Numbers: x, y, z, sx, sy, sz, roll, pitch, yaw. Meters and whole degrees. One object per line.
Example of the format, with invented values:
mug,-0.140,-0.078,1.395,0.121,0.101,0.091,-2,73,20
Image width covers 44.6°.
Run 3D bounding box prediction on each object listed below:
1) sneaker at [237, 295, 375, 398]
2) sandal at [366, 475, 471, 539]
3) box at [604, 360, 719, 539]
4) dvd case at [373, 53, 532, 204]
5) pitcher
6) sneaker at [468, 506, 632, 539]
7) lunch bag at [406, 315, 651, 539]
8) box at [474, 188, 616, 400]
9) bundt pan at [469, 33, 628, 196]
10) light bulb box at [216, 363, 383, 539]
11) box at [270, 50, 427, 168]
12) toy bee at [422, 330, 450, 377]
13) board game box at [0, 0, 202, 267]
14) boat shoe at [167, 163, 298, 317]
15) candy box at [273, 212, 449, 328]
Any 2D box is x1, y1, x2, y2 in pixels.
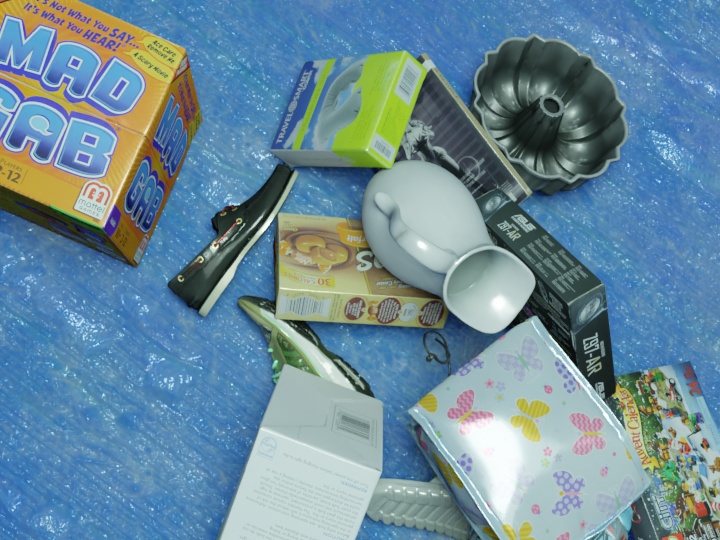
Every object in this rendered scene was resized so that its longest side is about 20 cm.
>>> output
sneaker,-0.079,0.111,1.004,0.200,0.077,0.089,43,96,8
sandal,0.101,0.260,0.998,0.198,0.084,0.050,14,36,-10
box,0.335,0.208,0.947,0.134,0.038,0.204,-6,67,-25
dvd case,0.089,-0.127,1.030,0.201,0.148,0.016,52,40,4
pitcher,0.064,-0.041,0.894,0.170,0.200,0.122,30,104,-42
sneaker,0.185,0.288,0.913,0.079,0.198,0.096,46,40,-18
lunch bag,0.163,0.182,0.871,0.168,0.128,0.201,-35,71,-10
box,0.192,0.028,0.941,0.043,0.162,0.201,-26,40,-9
bundt pan,0.217,-0.178,1.059,0.197,0.076,0.207,5,64,-11
light bulb box,-0.066,0.233,0.887,0.122,0.198,0.204,20,101,-2
box,-0.024,-0.180,0.997,0.047,0.198,0.124,31,75,-40
toy bee,0.121,0.181,0.997,0.129,0.109,0.202,1,51,-44
board game box,-0.307,-0.151,0.953,0.196,0.200,0.204,22,78,-1
boat shoe,-0.145,-0.045,1.016,0.063,0.074,0.203,37,83,-6
candy box,0.000,0.000,1.000,0.195,0.056,0.117,5,48,-11
